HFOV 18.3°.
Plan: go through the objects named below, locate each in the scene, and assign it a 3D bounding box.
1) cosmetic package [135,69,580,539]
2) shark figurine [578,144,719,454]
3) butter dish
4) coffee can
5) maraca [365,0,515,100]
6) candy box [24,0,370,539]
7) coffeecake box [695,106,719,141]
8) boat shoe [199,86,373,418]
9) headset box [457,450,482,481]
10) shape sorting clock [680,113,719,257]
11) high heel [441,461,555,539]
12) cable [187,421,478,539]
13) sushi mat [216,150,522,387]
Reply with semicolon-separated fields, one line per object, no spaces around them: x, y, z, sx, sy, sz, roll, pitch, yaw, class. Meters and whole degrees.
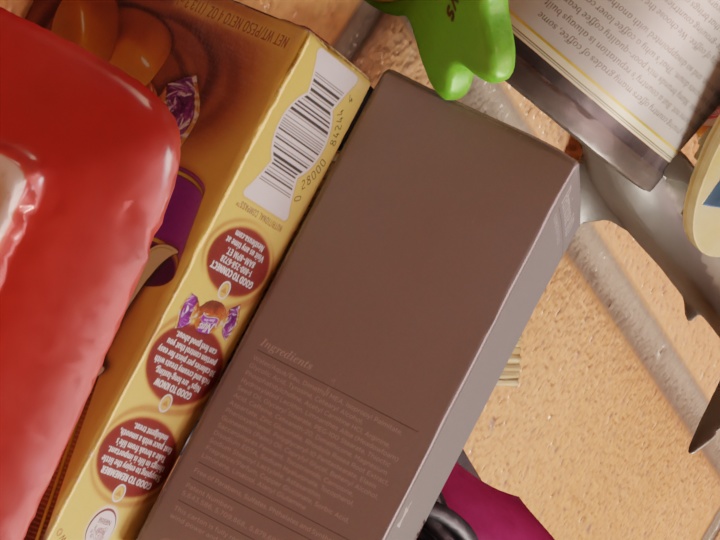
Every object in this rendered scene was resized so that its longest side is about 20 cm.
0.003;0.039;0.821;0.200;0.090;0.107;-60;170;-5;cosmetic package
0.143;-0.019;1.153;0.089;0.215;0.128;-25;-178;6;shark figurine
-0.161;0.006;0.675;0.200;0.200;0.148;-66;171;2;butter dish
0.131;-0.155;0.944;0.200;0.146;0.146;-50;149;8;coffee can
0.012;-0.150;0.788;0.107;0.200;0.137;-13;140;-21;maraca
-0.095;-0.007;0.792;0.056;0.117;0.200;30;85;-59;candy box
0.211;-0.101;1.147;0.200;0.073;0.154;56;26;-54;coffeecake box
-0.055;-0.005;0.912;0.200;0.069;0.057;-47;118;-26;boat shoe
-0.008;0.144;1.063;0.149;0.077;0.200;-54;148;-17;headset box
0.211;-0.087;0.979;0.200;0.039;0.200;-38;152;-25;shape sorting clock
0.034;0.059;0.965;0.096;0.200;0.067;-53;-178;-11;high heel
-0.032;0.131;0.922;0.163;0.200;0.051;-30;-176;17;cable
0.000;0.000;0.906;0.200;0.012;0.096;3;96;-44;sushi mat
